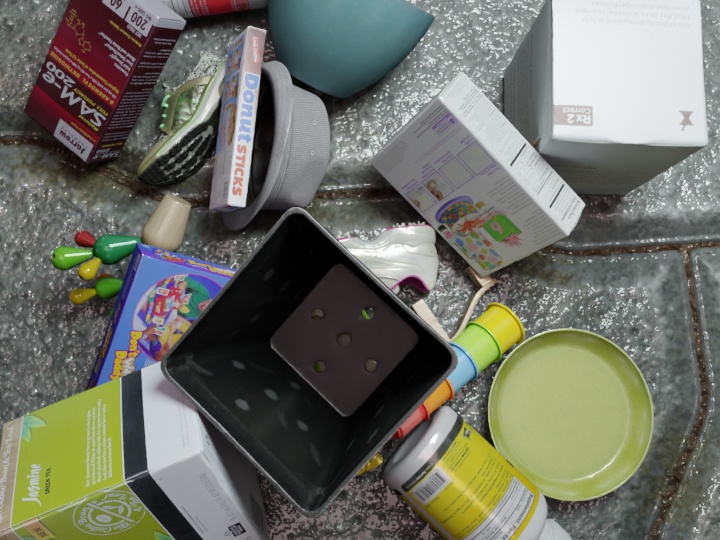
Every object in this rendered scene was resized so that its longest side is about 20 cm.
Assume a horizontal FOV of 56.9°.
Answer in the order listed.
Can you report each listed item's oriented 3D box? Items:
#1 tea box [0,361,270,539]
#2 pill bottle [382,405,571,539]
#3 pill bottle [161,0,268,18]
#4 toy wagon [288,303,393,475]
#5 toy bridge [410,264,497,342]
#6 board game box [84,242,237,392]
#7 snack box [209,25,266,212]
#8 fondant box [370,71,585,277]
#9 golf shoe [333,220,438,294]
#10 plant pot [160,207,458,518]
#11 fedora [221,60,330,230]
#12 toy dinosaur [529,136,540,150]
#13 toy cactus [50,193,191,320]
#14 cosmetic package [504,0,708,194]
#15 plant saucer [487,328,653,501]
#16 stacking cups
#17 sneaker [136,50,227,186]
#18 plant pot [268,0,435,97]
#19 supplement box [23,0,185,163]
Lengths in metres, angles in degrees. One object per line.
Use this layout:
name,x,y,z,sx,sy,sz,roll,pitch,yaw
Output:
tea box,-0.221,0.222,0.673,0.196,0.200,0.134,-22,41,-4
pill bottle,0.132,0.258,0.741,0.200,0.112,0.112,43,82,4
pill bottle,-0.219,-0.373,0.824,0.199,0.112,0.113,-9,82,-4
toy wagon,-0.034,0.140,0.776,0.155,0.040,0.200,-28,86,10
toy bridge,0.087,0.067,0.811,0.200,0.027,0.067,-34,84,-7
board game box,-0.208,0.085,0.728,0.134,0.045,0.201,17,101,-30
snack box,-0.142,-0.169,0.758,0.024,0.072,0.201,8,86,-28
fondant box,0.127,-0.099,0.746,0.200,0.144,0.058,45,55,-8
golf shoe,0.000,0.000,0.797,0.199,0.075,0.092,-11,85,-3
plant pot,-0.035,0.081,0.665,0.199,0.177,0.200,43,97,8
fedora,-0.095,-0.140,0.788,0.090,0.177,0.201,8,79,-31
toy dinosaur,0.136,-0.129,0.799,0.199,0.106,0.061,7,100,34
toy cactus,-0.240,-0.008,0.768,0.200,0.102,0.165,26,99,-12
cosmetic package,0.270,-0.193,0.771,0.164,0.200,0.166,2,81,-3
plant saucer,0.249,0.171,0.800,0.199,0.031,0.201,0,81,-3
stacking cups,0.103,0.118,0.763,0.200,0.061,0.061,-37,84,-22
sneaker,-0.219,-0.193,0.826,0.088,0.077,0.200,32,76,16
plant pot,-0.029,-0.289,0.796,0.200,0.200,0.135,30,111,2
supplement box,-0.303,-0.239,0.780,0.109,0.061,0.200,38,114,4
